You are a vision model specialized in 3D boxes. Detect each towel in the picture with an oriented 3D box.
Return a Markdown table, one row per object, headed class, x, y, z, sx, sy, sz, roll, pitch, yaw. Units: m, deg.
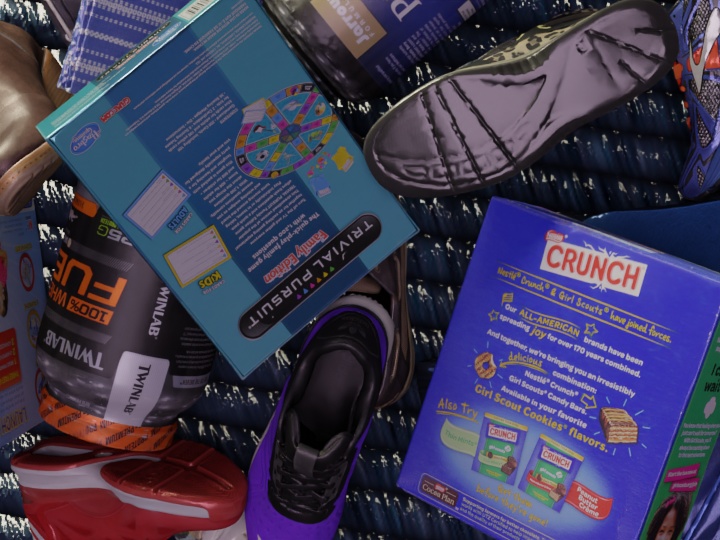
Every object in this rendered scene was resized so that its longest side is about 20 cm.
| class | x | y | z | sx | sy | sz | roll | pitch | yaw |
| --- | --- | --- | --- | --- | --- | --- | --- | --- | --- |
| towel | -0.118 | -0.202 | 0.969 | 0.144 | 0.024 | 0.201 | 10 | 99 | -39 |

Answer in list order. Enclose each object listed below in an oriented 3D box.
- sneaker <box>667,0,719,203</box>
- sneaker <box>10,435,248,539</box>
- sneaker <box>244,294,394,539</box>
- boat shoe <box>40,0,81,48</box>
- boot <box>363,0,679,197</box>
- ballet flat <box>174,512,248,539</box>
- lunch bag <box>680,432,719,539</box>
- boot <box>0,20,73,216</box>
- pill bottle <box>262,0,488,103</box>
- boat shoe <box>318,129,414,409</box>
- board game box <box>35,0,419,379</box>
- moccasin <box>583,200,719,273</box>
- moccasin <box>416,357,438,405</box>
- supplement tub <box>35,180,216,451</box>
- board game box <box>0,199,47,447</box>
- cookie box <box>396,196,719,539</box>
| class | x | y | z | sx | sy | sz | roll | pitch | yaw |
| --- | --- | --- | --- | --- | --- | --- | --- | --- | --- |
| sneaker | 0.237 | -0.145 | 0.970 | 0.078 | 0.075 | 0.201 | 10 | 93 | 18 |
| sneaker | -0.155 | 0.184 | 1.011 | 0.199 | 0.078 | 0.116 | 5 | 110 | 37 |
| sneaker | -0.035 | 0.118 | 0.932 | 0.069 | 0.100 | 0.201 | 17 | 102 | 0 |
| boat shoe | -0.232 | -0.238 | 0.988 | 0.060 | 0.074 | 0.200 | -37 | 101 | 2 |
| boot | 0.101 | -0.113 | 0.934 | 0.203 | 0.154 | 0.074 | -26 | 98 | 7 |
| ballet flat | -0.057 | 0.218 | 1.022 | 0.200 | 0.071 | 0.069 | 40 | 92 | -1 |
| lunch bag | 0.230 | 0.167 | 0.962 | 0.132 | 0.136 | 0.201 | 26 | 98 | 1 |
| boot | -0.259 | -0.124 | 0.931 | 0.166 | 0.200 | 0.072 | 41 | 105 | -15 |
| pill bottle | 0.006 | -0.184 | 0.954 | 0.200 | 0.112 | 0.112 | -40 | 92 | 7 |
| boat shoe | 0.000 | 0.000 | 0.993 | 0.074 | 0.073 | 0.201 | -13 | 95 | 5 |
| board game box | -0.079 | -0.057 | 0.896 | 0.151 | 0.047 | 0.200 | -39 | 115 | -7 |
| moccasin | 0.238 | -0.015 | 0.934 | 0.199 | 0.068 | 0.081 | 10 | 90 | 34 |
| moccasin | 0.132 | 0.057 | 0.988 | 0.199 | 0.080 | 0.069 | -22 | 90 | 5 |
| supplement tub | -0.149 | 0.013 | 0.981 | 0.122 | 0.123 | 0.201 | 16 | 97 | 2 |
| board game box | -0.269 | 0.020 | 0.951 | 0.056 | 0.200 | 0.197 | -6 | 95 | 8 |
| cookie box | 0.136 | 0.076 | 0.899 | 0.171 | 0.075 | 0.201 | 24 | 100 | 33 |
